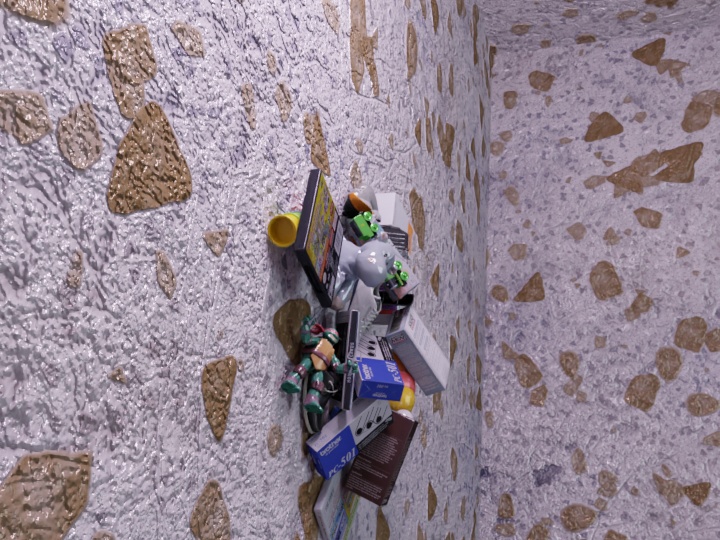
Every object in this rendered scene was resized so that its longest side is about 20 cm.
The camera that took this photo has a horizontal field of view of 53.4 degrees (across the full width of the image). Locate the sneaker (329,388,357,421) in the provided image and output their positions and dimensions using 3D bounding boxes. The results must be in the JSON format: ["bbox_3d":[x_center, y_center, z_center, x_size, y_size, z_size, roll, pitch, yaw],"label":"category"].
[{"bbox_3d":[-0.002,0.321,1.660,0.200,0.077,0.071,-36,122,-67],"label":"sneaker"}]

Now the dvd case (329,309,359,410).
[{"bbox_3d":[-0.035,0.189,1.528,0.150,0.024,0.204,156,-60,-76],"label":"dvd case"}]

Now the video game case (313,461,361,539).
[{"bbox_3d":[-0.047,0.517,1.603,0.201,0.022,0.184,-65,148,-53],"label":"video game case"}]

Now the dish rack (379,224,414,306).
[{"bbox_3d":[0.056,-0.015,1.753,0.055,0.151,0.204,143,-49,-75],"label":"dish rack"}]

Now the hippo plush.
[{"bbox_3d":[0.000,0.000,1.567,0.201,0.158,0.162,-58,142,-57],"label":"hippo plush"}]

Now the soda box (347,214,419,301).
[{"bbox_3d":[0.054,-0.028,1.697,0.201,0.068,0.064,55,-15,2],"label":"soda box"}]

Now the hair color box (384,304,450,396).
[{"bbox_3d":[0.142,0.196,1.747,0.201,0.060,0.099,56,30,-21],"label":"hair color box"}]

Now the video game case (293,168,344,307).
[{"bbox_3d":[-0.077,-0.062,1.393,0.182,0.025,0.202,69,24,-50],"label":"video game case"}]

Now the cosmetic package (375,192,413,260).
[{"bbox_3d":[0.086,-0.116,1.956,0.200,0.070,0.103,54,39,-57],"label":"cosmetic package"}]

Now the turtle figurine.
[{"bbox_3d":[-0.075,0.171,1.411,0.101,0.149,0.201,-45,-166,56],"label":"turtle figurine"}]

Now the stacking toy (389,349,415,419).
[{"bbox_3d":[0.086,0.303,1.730,0.201,0.144,0.148,-107,180,-53],"label":"stacking toy"}]

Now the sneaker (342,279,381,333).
[{"bbox_3d":[0.003,0.100,1.657,0.076,0.079,0.203,-4,108,-75],"label":"sneaker"}]

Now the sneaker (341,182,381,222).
[{"bbox_3d":[-0.003,-0.173,1.727,0.200,0.074,0.094,35,48,-75],"label":"sneaker"}]

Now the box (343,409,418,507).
[{"bbox_3d":[0.047,0.413,1.608,0.203,0.099,0.075,-67,162,-7],"label":"box"}]

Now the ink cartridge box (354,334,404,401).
[{"bbox_3d":[0.027,0.205,1.547,0.201,0.092,0.045,-110,-149,-64],"label":"ink cartridge box"}]

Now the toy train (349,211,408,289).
[{"bbox_3d":[0.041,-0.044,1.638,0.056,0.042,0.202,-29,85,-30],"label":"toy train"}]

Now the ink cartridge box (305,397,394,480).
[{"bbox_3d":[-0.019,0.340,1.514,0.199,0.044,0.095,-36,129,-26],"label":"ink cartridge box"}]

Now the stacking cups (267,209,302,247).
[{"bbox_3d":[-0.120,-0.091,1.403,0.200,0.059,0.062,-38,124,-72],"label":"stacking cups"}]

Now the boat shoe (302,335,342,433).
[{"bbox_3d":[-0.077,0.233,1.473,0.072,0.066,0.203,47,46,-64],"label":"boat shoe"}]

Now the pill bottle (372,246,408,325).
[{"bbox_3d":[0.068,0.037,1.834,0.112,0.111,0.204,24,66,-68],"label":"pill bottle"}]
